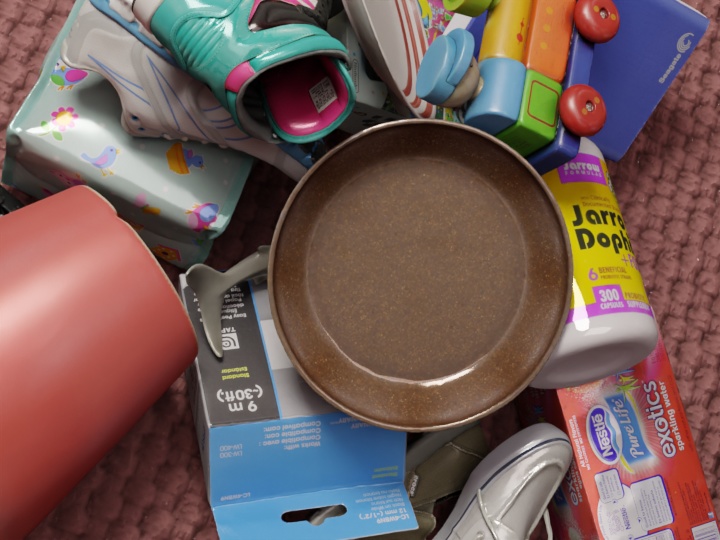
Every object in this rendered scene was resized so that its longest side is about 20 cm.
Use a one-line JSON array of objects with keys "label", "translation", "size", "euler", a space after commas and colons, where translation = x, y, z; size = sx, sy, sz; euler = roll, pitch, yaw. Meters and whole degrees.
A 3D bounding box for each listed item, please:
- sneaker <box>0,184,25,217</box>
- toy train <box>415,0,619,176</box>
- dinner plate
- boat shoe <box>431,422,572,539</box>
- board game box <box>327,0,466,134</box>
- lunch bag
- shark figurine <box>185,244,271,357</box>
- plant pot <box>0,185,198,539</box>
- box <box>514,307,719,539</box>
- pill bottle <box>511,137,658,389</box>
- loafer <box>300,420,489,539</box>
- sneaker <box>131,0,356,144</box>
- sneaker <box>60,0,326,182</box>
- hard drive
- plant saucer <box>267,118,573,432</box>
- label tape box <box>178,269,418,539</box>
[{"label": "sneaker", "translation": [-0.293, -0.058, 0.903], "size": [0.199, 0.112, 0.073], "euler": [39, 72, -4]}, {"label": "toy train", "translation": [0.105, -0.174, 0.870], "size": [0.115, 0.084, 0.202], "euler": [23, 66, -24]}, {"label": "dinner plate", "translation": [0.008, -0.190, 0.863], "size": [0.024, 0.200, 0.203], "euler": [-17, 82, 15]}, {"label": "boat shoe", "translation": [0.094, 0.206, 0.926], "size": [0.202, 0.086, 0.074], "euler": [-50, 131, 4]}, {"label": "board game box", "translation": [0.041, -0.170, 0.998], "size": [0.199, 0.064, 0.150], "euler": [12, 73, -44]}, {"label": "lunch bag", "translation": [-0.145, -0.128, 0.956], "size": [0.169, 0.122, 0.202], "euler": [26, 67, -8]}, {"label": "shark figurine", "translation": [-0.019, -0.011, 0.916], "size": [0.211, 0.090, 0.129], "euler": [5, 47, -12]}, {"label": "plant pot", "translation": [-0.215, 0.051, 0.856], "size": [0.177, 0.200, 0.201], "euler": [-36, 89, -20]}, {"label": "box", "translation": [0.190, 0.139, 1.000], "size": [0.098, 0.095, 0.203], "euler": [-13, 82, -16]}, {"label": "pill bottle", "translation": [0.136, -0.026, 0.933], "size": [0.103, 0.104, 0.202], "euler": [-7, 68, -16]}, {"label": "loafer", "translation": [0.022, 0.177, 0.957], "size": [0.199, 0.075, 0.070], "euler": [-33, 84, -19]}, {"label": "sneaker", "translation": [-0.040, -0.142, 0.822], "size": [0.121, 0.084, 0.199], "euler": [51, 35, 10]}, {"label": "sneaker", "translation": [-0.111, -0.112, 0.873], "size": [0.199, 0.075, 0.087], "euler": [37, 111, -18]}, {"label": "hard drive", "translation": [0.158, -0.169, 0.982], "size": [0.198, 0.025, 0.133], "euler": [17, 114, -36]}, {"label": "plant saucer", "translation": [0.038, 0.003, 0.854], "size": [0.197, 0.037, 0.203], "euler": [-1, 98, -5]}, {"label": "label tape box", "translation": [-0.045, 0.089, 0.921], "size": [0.141, 0.067, 0.201], "euler": [-5, 49, -16]}]
